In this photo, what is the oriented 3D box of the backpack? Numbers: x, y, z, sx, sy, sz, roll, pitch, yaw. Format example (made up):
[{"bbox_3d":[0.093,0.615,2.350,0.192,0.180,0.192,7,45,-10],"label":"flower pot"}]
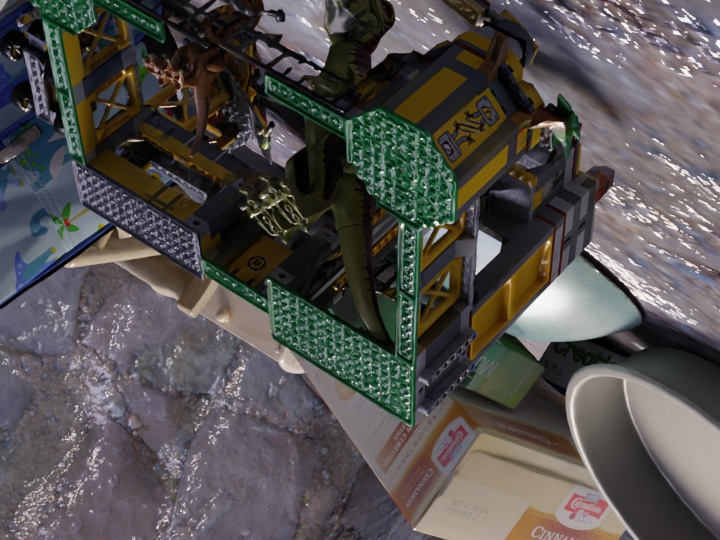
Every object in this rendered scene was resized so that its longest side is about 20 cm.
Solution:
[{"bbox_3d":[-0.200,-0.077,0.817,0.183,0.200,0.147,29,155,45],"label":"backpack"}]

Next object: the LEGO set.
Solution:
[{"bbox_3d":[-0.004,-0.059,0.519,0.199,0.116,0.154,25,142,32],"label":"LEGO set"}]

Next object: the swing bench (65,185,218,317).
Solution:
[{"bbox_3d":[-0.192,-0.084,1.142,0.198,0.130,0.200,30,180,21],"label":"swing bench"}]

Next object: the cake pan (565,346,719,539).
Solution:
[{"bbox_3d":[0.188,0.118,0.862,0.200,0.037,0.201,45,161,20],"label":"cake pan"}]

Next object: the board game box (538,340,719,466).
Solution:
[{"bbox_3d":[0.205,0.103,0.976,0.126,0.035,0.200,38,173,-35],"label":"board game box"}]

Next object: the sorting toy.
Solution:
[{"bbox_3d":[-0.082,0.031,1.749,0.199,0.107,0.180,29,-179,34],"label":"sorting toy"}]

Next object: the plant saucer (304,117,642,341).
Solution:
[{"bbox_3d":[0.047,-0.011,0.847,0.200,0.039,0.201,32,176,3],"label":"plant saucer"}]

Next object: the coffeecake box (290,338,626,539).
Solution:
[{"bbox_3d":[0.061,0.085,1.031,0.153,0.073,0.200,22,-162,-38],"label":"coffeecake box"}]

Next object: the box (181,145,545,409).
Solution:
[{"bbox_3d":[0.000,0.000,0.930,0.199,0.036,0.144,24,-164,-46],"label":"box"}]

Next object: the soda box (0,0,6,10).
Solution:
[{"bbox_3d":[-0.225,-0.183,0.732,0.199,0.064,0.068,31,175,30],"label":"soda box"}]

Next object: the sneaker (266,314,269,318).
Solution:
[{"bbox_3d":[-0.042,0.013,1.433,0.088,0.082,0.200,36,166,-22],"label":"sneaker"}]
